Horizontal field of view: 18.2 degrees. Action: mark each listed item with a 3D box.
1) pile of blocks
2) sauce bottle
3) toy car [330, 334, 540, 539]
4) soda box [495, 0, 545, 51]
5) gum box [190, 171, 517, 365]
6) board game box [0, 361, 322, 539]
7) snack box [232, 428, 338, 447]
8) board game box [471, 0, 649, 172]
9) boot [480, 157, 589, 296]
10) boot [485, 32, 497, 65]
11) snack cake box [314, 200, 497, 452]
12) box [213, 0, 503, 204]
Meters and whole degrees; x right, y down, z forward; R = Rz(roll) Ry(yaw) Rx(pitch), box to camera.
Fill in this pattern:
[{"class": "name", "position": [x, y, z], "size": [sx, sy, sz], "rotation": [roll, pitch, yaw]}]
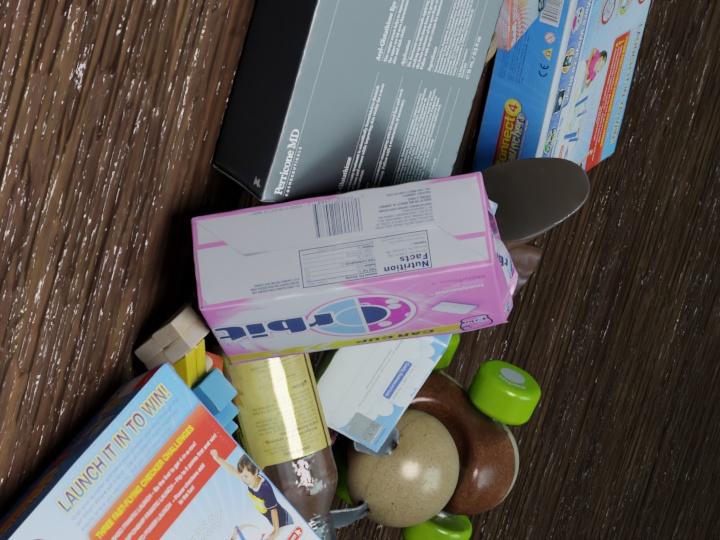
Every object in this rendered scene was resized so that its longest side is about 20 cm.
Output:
[{"class": "pile of blocks", "position": [-0.103, 0.102, 1.511], "size": [0.062, 0.082, 0.201], "rotation": [-48, 151, -46]}, {"class": "sauce bottle", "position": [-0.052, 0.120, 1.551], "size": [0.065, 0.065, 0.201], "rotation": [-19, 96, -62]}, {"class": "toy car", "position": [0.021, 0.141, 1.745], "size": [0.200, 0.158, 0.165], "rotation": [-14, 132, -59]}, {"class": "soda box", "position": [0.101, -0.266, 1.668], "size": [0.068, 0.063, 0.200], "rotation": [-50, 153, -38]}, {"class": "gum box", "position": [0.000, 0.000, 1.454], "size": [0.114, 0.199, 0.066], "rotation": [69, 13, -68]}, {"class": "board game box", "position": [-0.127, 0.197, 1.410], "size": [0.056, 0.196, 0.200], "rotation": [-27, -162, 49]}, {"class": "snack box", "position": [-0.089, 0.171, 1.643], "size": [0.201, 0.053, 0.142], "rotation": [-65, 157, -11]}, {"class": "board game box", "position": [0.176, -0.173, 1.920], "size": [0.196, 0.056, 0.201], "rotation": [-32, 139, -56]}, {"class": "boot", "position": [0.125, -0.025, 1.846], "size": [0.200, 0.186, 0.064], "rotation": [27, 46, -65]}, {"class": "boot", "position": [0.022, -0.096, 1.660], "size": [0.200, 0.072, 0.167], "rotation": [-37, 151, -50]}, {"class": "snack cake box", "position": [0.030, 0.025, 1.652], "size": [0.115, 0.067, 0.200], "rotation": [-59, -176, 35]}, {"class": "box", "position": [0.003, -0.141, 1.459], "size": [0.141, 0.079, 0.201], "rotation": [7, 106, -36]}]
